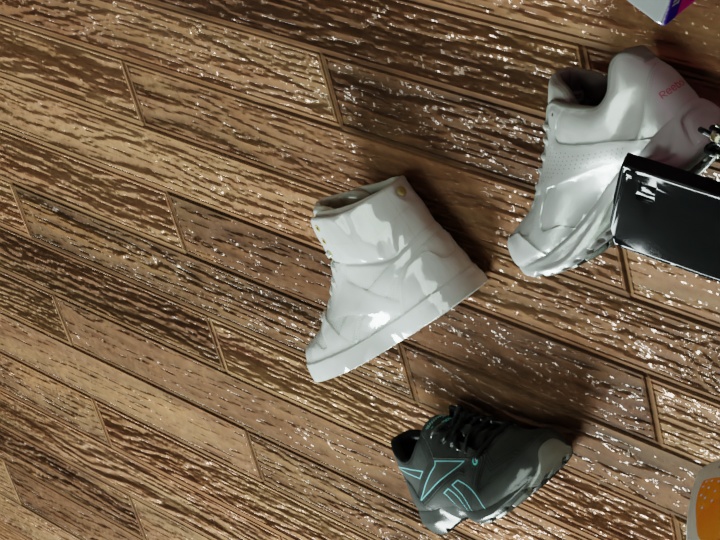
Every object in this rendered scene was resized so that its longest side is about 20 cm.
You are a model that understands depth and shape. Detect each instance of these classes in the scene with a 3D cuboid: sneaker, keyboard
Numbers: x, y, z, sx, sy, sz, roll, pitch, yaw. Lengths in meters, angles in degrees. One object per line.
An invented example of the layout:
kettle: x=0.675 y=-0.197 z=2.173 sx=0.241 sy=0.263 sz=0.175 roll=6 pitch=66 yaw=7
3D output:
sneaker: x=0.000 y=0.000 z=1.547 sx=0.116 sy=0.074 sz=0.200 roll=54 pitch=140 yaw=0
sneaker: x=0.080 y=0.139 z=1.574 sx=0.080 sy=0.075 sz=0.200 roll=56 pitch=150 yaw=-2
keyboard: x=0.235 y=-0.025 z=1.174 sx=0.198 sy=0.021 sz=0.128 roll=19 pitch=146 yaw=10
sneaker: x=0.139 y=-0.070 z=1.285 sx=0.100 sy=0.078 sz=0.200 roll=55 pitch=142 yaw=7

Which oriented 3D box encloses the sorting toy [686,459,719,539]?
sorting toy: x=0.311 y=0.200 z=1.326 sx=0.179 sy=0.107 sz=0.201 roll=-28 pitch=100 yaw=40

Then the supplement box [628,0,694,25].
supplement box: x=0.166 y=-0.215 z=0.952 sx=0.103 sy=0.200 sz=0.102 roll=39 pitch=148 yaw=18
